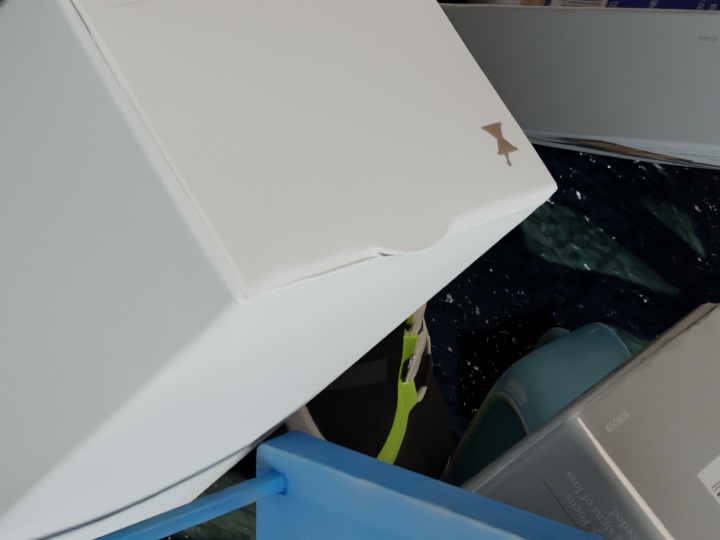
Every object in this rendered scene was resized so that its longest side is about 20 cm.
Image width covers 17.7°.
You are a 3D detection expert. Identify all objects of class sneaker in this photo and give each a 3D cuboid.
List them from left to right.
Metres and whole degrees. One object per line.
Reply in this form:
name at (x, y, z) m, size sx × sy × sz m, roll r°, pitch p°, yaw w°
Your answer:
sneaker at (0.000, 0.000, 0.711) m, size 0.072 × 0.082 × 0.200 m, roll -85°, pitch 153°, yaw -46°

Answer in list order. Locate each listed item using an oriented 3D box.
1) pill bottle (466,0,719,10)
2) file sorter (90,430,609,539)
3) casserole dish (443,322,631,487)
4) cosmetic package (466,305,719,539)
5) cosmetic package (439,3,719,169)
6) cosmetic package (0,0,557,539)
pill bottle at (0.146, -0.153, 0.955) m, size 0.198 × 0.116 × 0.116 m, roll 3°, pitch 50°, yaw -9°
file sorter at (-0.006, 0.159, 0.494) m, size 0.122 × 0.138 × 0.201 m, roll -16°, pitch 114°, yaw -46°
casserole dish at (0.070, 0.112, 0.713) m, size 0.039 × 0.121 × 0.201 m, roll -6°, pitch 60°, yaw -20°
cosmetic package at (0.040, 0.111, 0.598) m, size 0.107 × 0.200 × 0.090 m, roll 53°, pitch 41°, yaw 4°
cosmetic package at (0.138, -0.064, 0.872) m, size 0.150 × 0.199 × 0.052 m, roll 4°, pitch 94°, yaw -40°
cosmetic package at (-0.065, 0.013, 0.524) m, size 0.107 × 0.200 × 0.085 m, roll -18°, pitch 71°, yaw -50°
